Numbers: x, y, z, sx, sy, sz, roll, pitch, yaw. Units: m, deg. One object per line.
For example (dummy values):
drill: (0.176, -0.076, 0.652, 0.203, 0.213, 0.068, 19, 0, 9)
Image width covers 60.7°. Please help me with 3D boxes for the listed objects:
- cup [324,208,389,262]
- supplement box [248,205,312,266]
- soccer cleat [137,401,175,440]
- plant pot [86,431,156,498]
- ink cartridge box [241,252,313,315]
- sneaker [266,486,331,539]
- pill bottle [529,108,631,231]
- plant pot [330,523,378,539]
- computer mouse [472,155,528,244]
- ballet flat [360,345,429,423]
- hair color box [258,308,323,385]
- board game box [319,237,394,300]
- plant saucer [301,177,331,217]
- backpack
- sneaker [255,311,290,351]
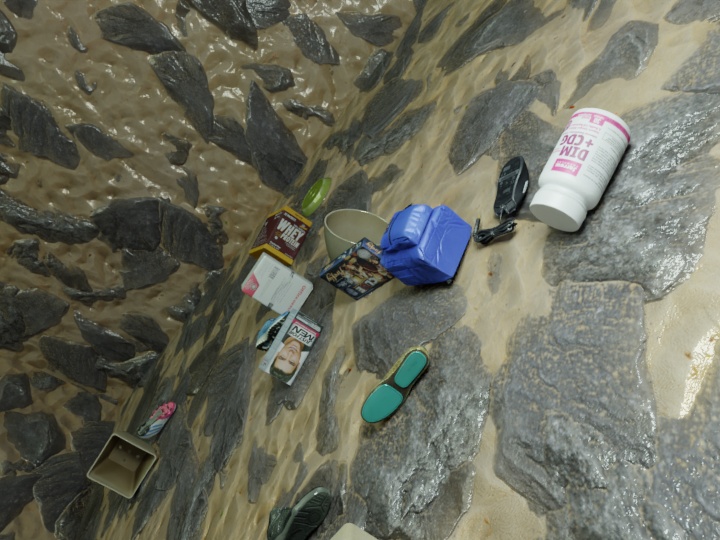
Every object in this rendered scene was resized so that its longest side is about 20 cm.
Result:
cup: (-0.015, -0.064, 1.740, 0.201, 0.199, 0.144, -94, 15, -56)
supplement box: (-0.329, -0.130, 2.513, 0.197, 0.132, 0.201, -12, 49, 60)
soccer cleat: (-0.886, 0.660, 2.695, 0.200, 0.087, 0.070, -42, 55, -15)
plant pot: (-0.975, 0.781, 2.549, 0.200, 0.199, 0.177, -58, 12, -4)
ink cartridge box: (-0.281, 0.053, 2.077, 0.146, 0.199, 0.085, -56, 17, 1)
sneaker: (-0.140, 0.523, 1.318, 0.200, 0.076, 0.114, -58, 28, 11)
pill bottle: (0.393, -0.179, 1.108, 0.201, 0.113, 0.113, -61, 22, -8)
plant pot: (-0.006, 0.514, 0.925, 0.200, 0.200, 0.177, -51, 12, 15)
computer mouse: (0.309, -0.143, 1.335, 0.140, 0.046, 0.201, -31, 38, 55)
ballet flat: (0.075, 0.236, 1.286, 0.200, 0.071, 0.071, -52, 22, 12)
hair color box: (-0.204, 0.226, 1.820, 0.201, 0.099, 0.061, -61, 23, -9)
board game box: (0.000, 0.000, 1.653, 0.200, 0.135, 0.035, -34, 31, 45)
plant saucer: (-0.196, -0.321, 2.630, 0.200, 0.031, 0.201, -45, 25, 28)
backpack: (0.134, -0.065, 1.429, 0.163, 0.168, 0.200, -59, 17, -23)
sneaker: (-0.291, 0.186, 2.055, 0.200, 0.078, 0.090, -40, 44, 34)
